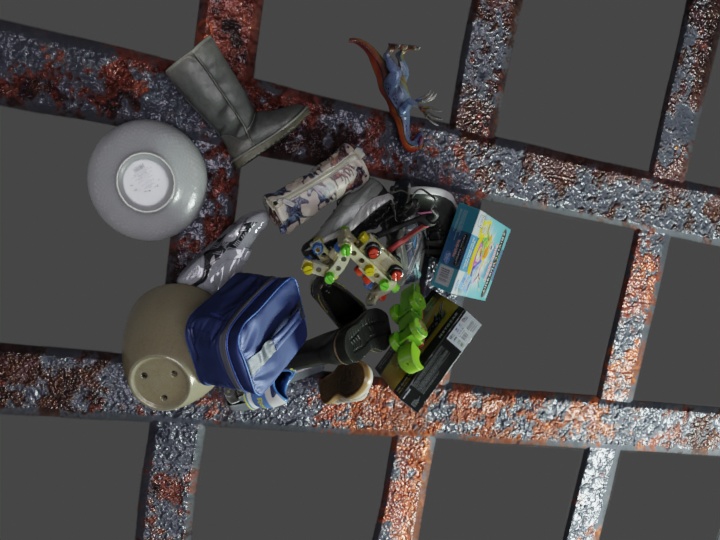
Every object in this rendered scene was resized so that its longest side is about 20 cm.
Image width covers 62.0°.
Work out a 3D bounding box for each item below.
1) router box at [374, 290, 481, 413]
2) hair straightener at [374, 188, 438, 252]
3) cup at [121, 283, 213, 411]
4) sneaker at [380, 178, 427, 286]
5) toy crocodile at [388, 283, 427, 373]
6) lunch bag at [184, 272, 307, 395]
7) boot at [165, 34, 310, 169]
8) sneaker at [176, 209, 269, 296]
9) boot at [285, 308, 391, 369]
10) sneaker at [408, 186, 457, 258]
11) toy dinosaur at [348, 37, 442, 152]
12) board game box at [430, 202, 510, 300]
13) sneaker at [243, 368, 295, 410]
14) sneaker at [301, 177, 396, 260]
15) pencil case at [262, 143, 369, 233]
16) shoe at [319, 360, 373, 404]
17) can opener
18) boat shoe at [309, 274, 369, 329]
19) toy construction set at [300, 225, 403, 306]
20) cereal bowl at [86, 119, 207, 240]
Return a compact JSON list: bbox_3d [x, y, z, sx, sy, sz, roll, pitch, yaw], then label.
[{"bbox_3d":[0.124,0.148,1.145,0.052,0.157,0.202,37,88,-19],"label":"router box"},{"bbox_3d":[0.069,-0.087,1.043,0.040,0.199,0.079,-24,86,-33],"label":"hair straightener"},{"bbox_3d":[-0.313,0.146,0.994,0.193,0.144,0.206,0,114,-1],"label":"cup"},{"bbox_3d":[0.087,-0.072,1.148,0.084,0.077,0.207,-3,104,-33],"label":"sneaker"},{"bbox_3d":[0.095,0.100,1.113,0.067,0.203,0.062,-37,116,27],"label":"toy crocodile"},{"bbox_3d":[-0.166,0.095,0.963,0.129,0.201,0.139,6,124,26],"label":"lunch bag"},{"bbox_3d":[-0.204,-0.301,1.018,0.180,0.072,0.203,-35,101,-9],"label":"boot"},{"bbox_3d":[-0.218,-0.009,1.061,0.199,0.075,0.116,-41,109,-1],"label":"sneaker"},{"bbox_3d":[-0.036,0.124,1.069,0.135,0.198,0.080,-16,85,27],"label":"boot"},{"bbox_3d":[0.139,-0.081,1.096,0.199,0.069,0.103,30,66,-58],"label":"sneaker"},{"bbox_3d":[0.073,-0.318,1.105,0.195,0.105,0.187,16,113,19],"label":"toy dinosaur"},{"bbox_3d":[0.214,-0.029,1.133,0.198,0.046,0.155,12,99,-60],"label":"board game box"},{"bbox_3d":[-0.147,0.149,1.075,0.074,0.080,0.206,39,54,-55],"label":"sneaker"},{"bbox_3d":[-0.029,-0.091,1.109,0.198,0.074,0.080,-36,69,3],"label":"sneaker"},{"bbox_3d":[-0.078,-0.147,1.065,0.197,0.089,0.079,-34,90,-8],"label":"pencil case"},{"bbox_3d":[-0.019,0.206,1.105,0.052,0.199,0.072,4,71,-25],"label":"shoe"},{"bbox_3d":[-0.163,0.208,1.137,0.194,0.054,0.068,-18,137,-13],"label":"can opener"},{"bbox_3d":[-0.019,0.089,1.142,0.072,0.060,0.201,-47,109,-3],"label":"boat shoe"},{"bbox_3d":[0.000,0.000,1.063,0.130,0.094,0.199,-39,132,19],"label":"toy construction set"},{"bbox_3d":[-0.351,-0.146,0.989,0.193,0.083,0.207,-3,102,-15],"label":"cereal bowl"}]
